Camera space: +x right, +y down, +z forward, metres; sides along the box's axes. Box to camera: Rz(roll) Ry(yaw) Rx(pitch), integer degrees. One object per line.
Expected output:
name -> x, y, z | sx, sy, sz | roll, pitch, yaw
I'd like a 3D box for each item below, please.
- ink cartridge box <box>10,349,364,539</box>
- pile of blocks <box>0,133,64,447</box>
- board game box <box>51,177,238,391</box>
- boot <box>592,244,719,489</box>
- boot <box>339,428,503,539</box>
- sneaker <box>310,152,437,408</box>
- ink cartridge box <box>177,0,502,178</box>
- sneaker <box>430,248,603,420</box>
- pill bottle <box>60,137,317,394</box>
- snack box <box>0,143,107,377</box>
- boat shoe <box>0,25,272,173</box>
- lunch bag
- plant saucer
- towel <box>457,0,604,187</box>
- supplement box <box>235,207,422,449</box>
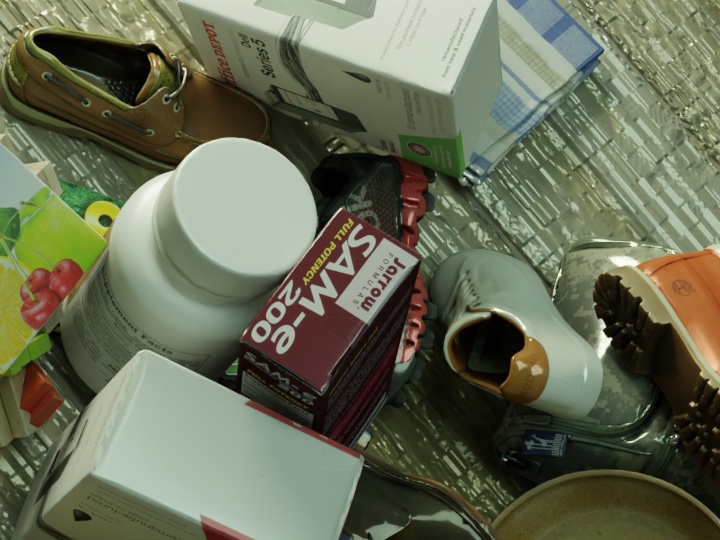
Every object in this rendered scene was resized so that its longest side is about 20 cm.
ink cartridge box -> -0.109, 0.140, 1.093 | 0.147, 0.200, 0.083 | 27, 61, -12
pile of blocks -> -0.216, 0.011, 1.139 | 0.082, 0.062, 0.200 | 9, 76, -63
board game box -> -0.155, 0.007, 1.241 | 0.200, 0.023, 0.105 | 19, 58, -17
boot -> 0.249, 0.066, 1.213 | 0.107, 0.075, 0.200 | -18, 62, -24
boot -> 0.011, 0.176, 1.209 | 0.200, 0.075, 0.097 | 35, 64, 14
sneaker -> 0.000, 0.000, 1.291 | 0.098, 0.071, 0.201 | 12, 60, -21
ink cartridge box -> -0.011, -0.155, 1.269 | 0.200, 0.146, 0.084 | 21, 75, 13
sneaker -> 0.084, 0.031, 1.258 | 0.085, 0.200, 0.073 | 13, 105, -29
pill bottle -> -0.105, 0.003, 1.133 | 0.114, 0.200, 0.114 | 11, 62, -21
snack box -> -0.264, -0.027, 1.055 | 0.200, 0.053, 0.142 | 45, 66, -20
boat shoe -> -0.147, -0.118, 1.276 | 0.200, 0.068, 0.072 | 10, 61, -23
lunch bag -> 0.197, 0.083, 1.316 | 0.168, 0.139, 0.200 | 21, 57, 4
plant saucer -> 0.166, 0.233, 1.229 | 0.200, 0.035, 0.200 | -2, 81, 15
towel -> 0.091, -0.166, 1.445 | 0.147, 0.024, 0.200 | 45, 54, 2
supplement box -> -0.025, 0.061, 1.115 | 0.061, 0.200, 0.109 | 31, 63, 10
